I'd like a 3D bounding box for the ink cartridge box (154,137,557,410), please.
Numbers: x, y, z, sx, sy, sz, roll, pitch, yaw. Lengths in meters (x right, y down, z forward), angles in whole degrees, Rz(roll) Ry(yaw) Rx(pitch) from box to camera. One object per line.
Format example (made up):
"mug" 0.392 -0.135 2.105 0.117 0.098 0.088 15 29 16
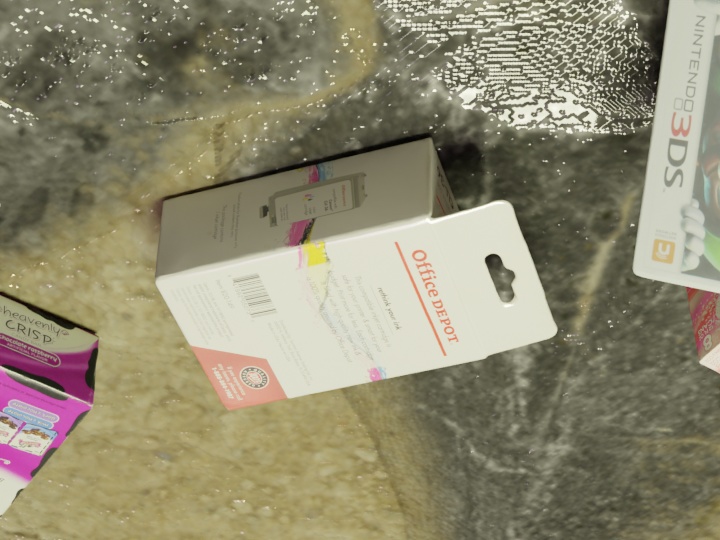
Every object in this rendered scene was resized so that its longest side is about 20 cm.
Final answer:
"ink cartridge box" 0.000 0.000 1.140 0.199 0.068 0.117 -12 134 13

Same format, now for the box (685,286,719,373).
"box" 0.272 -0.024 1.093 0.094 0.103 0.200 25 129 -23

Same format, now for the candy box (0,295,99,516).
"candy box" -0.263 0.092 1.234 0.136 0.061 0.200 25 129 -23

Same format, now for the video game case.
"video game case" 0.234 -0.068 0.975 0.199 0.023 0.182 13 103 29
